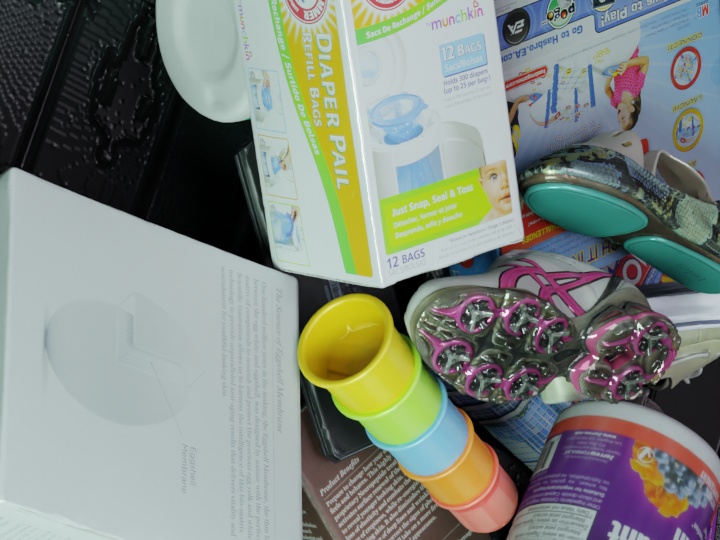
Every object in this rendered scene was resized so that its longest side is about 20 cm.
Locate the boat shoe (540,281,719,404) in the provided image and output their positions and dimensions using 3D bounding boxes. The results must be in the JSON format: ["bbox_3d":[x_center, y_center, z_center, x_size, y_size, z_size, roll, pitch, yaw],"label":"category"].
[{"bbox_3d":[0.188,0.043,1.787,0.199,0.072,0.062,-7,97,-27],"label":"boat shoe"}]

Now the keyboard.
[{"bbox_3d":[0.000,0.000,1.662,0.127,0.021,0.201,-21,101,-31],"label":"keyboard"}]

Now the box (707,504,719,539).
[{"bbox_3d":[0.223,0.203,1.837,0.200,0.036,0.144,27,69,-68],"label":"box"}]

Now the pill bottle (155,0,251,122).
[{"bbox_3d":[-0.012,-0.157,1.684,0.199,0.113,0.114,-13,96,-37],"label":"pill bottle"}]

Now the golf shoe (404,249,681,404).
[{"bbox_3d":[0.091,0.027,1.631,0.199,0.092,0.073,8,120,-45],"label":"golf shoe"}]

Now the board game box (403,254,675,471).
[{"bbox_3d":[0.143,0.022,1.829,0.200,0.062,0.201,41,66,-28],"label":"board game box"}]

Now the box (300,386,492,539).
[{"bbox_3d":[0.006,0.149,1.715,0.100,0.075,0.201,-40,113,-31],"label":"box"}]

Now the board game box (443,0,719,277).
[{"bbox_3d":[0.133,-0.102,1.717,0.199,0.056,0.197,-23,120,-34],"label":"board game box"}]

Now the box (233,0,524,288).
[{"bbox_3d":[0.008,-0.105,1.569,0.112,0.101,0.201,-18,107,-36],"label":"box"}]

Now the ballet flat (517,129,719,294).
[{"bbox_3d":[0.161,-0.046,1.689,0.200,0.074,0.075,27,72,-46],"label":"ballet flat"}]

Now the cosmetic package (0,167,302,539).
[{"bbox_3d":[-0.142,0.083,1.536,0.199,0.123,0.200,21,53,-33],"label":"cosmetic package"}]

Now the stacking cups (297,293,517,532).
[{"bbox_3d":[0.037,0.086,1.632,0.200,0.060,0.061,46,62,-47],"label":"stacking cups"}]

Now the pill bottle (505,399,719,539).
[{"bbox_3d":[0.134,0.186,1.662,0.111,0.111,0.201,41,58,-29],"label":"pill bottle"}]

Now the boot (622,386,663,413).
[{"bbox_3d":[0.175,0.193,1.822,0.175,0.069,0.201,-60,149,-34],"label":"boot"}]
